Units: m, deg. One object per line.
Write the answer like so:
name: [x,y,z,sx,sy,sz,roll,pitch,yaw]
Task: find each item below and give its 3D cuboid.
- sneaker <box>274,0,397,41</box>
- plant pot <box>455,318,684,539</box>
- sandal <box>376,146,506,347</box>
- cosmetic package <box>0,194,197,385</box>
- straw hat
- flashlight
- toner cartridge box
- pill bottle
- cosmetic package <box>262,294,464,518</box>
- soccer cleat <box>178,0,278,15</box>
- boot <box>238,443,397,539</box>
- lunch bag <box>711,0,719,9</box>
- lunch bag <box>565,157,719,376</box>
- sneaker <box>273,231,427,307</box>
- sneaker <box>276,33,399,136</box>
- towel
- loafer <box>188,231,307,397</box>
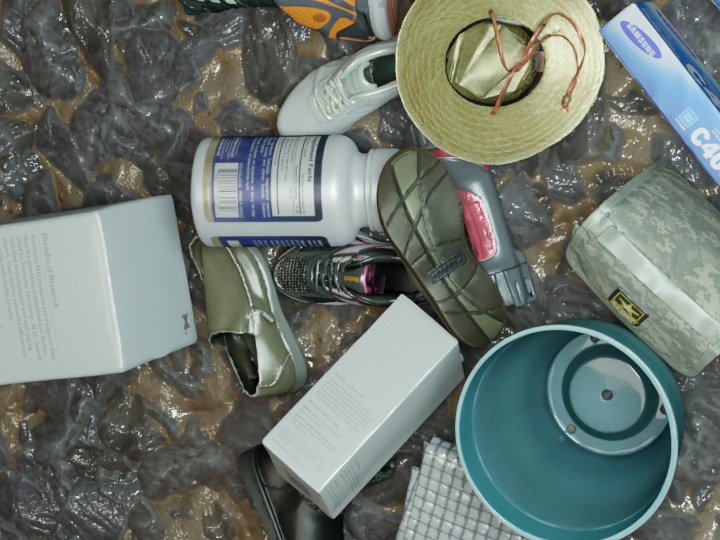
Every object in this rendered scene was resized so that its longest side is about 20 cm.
sneaker: [-0.036,-0.296,1.535,0.112,0.078,0.200,0,130,14]
plant pot: [0.212,0.133,1.513,0.200,0.188,0.200,3,99,22]
sandal: [0.074,-0.020,1.557,0.082,0.055,0.200,-32,99,-11]
cosmetic package: [-0.305,0.021,1.713,0.200,0.167,0.167,-7,95,22]
straw hat: [0.122,-0.196,1.547,0.201,0.085,0.201,-1,98,-10]
flashlight: [0.106,-0.056,1.590,0.068,0.068,0.200,-13,94,40]
toner cartridge box: [0.301,-0.152,1.481,0.043,0.095,0.200,-39,84,21]
pill bottle: [-0.059,-0.079,1.621,0.200,0.111,0.111,0,99,10]
cosmetic package: [0.007,0.132,1.581,0.081,0.113,0.200,38,76,19]
soccer cleat: [-0.139,-0.292,1.658,0.200,0.068,0.081,19,129,14]
boot: [-0.021,0.242,1.683,0.158,0.079,0.211,-29,87,23]
lunch bag: [0.372,-0.319,1.434,0.200,0.082,0.161,-41,85,23]
lunch bag: [0.274,0.000,1.459,0.164,0.200,0.118,45,111,9]
sneaker: [0.000,0.000,1.631,0.200,0.086,0.080,-3,96,23]
sneaker: [-0.008,-0.183,1.609,0.200,0.080,0.071,-28,90,25]
towel: [0.122,0.272,1.630,0.165,0.086,0.200,17,106,20]
loafer: [-0.124,0.043,1.686,0.075,0.070,0.200,-30,87,48]
